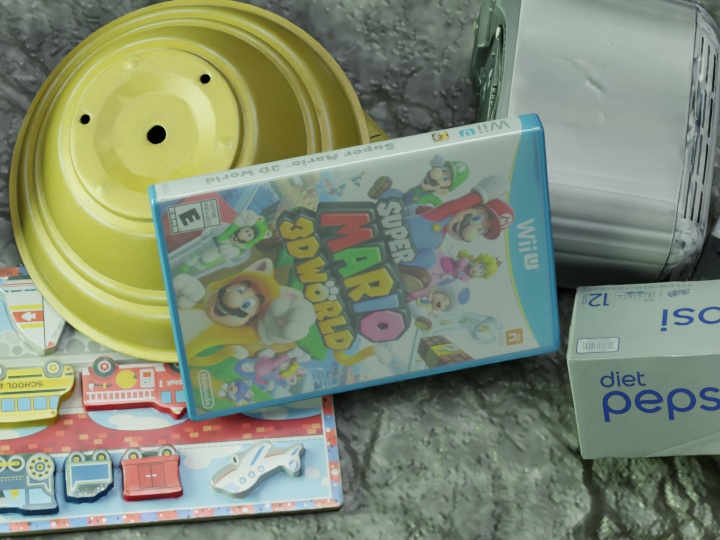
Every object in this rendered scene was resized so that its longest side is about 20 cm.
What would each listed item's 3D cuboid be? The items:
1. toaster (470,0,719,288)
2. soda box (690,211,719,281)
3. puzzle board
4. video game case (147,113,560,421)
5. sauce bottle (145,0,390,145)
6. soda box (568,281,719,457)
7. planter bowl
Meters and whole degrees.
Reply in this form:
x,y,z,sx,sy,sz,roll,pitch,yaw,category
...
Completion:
x,y,z,sx,sy,sz,roll,pitch,yaw,category
0.120,-0.067,1.520,0.128,0.114,0.201,9,71,-3,toaster
0.283,0.012,1.524,0.199,0.064,0.069,26,65,8,soda box
-0.114,0.061,1.495,0.198,0.017,0.152,-4,66,-7,puzzle board
0.000,0.000,1.443,0.198,0.144,0.018,-11,36,-5,video game case
-0.040,-0.086,1.545,0.066,0.066,0.200,-37,70,-19,sauce bottle
0.209,0.049,1.449,0.198,0.069,0.064,-3,35,12,soda box
-0.097,-0.060,1.470,0.199,0.083,0.202,-2,75,9,planter bowl
